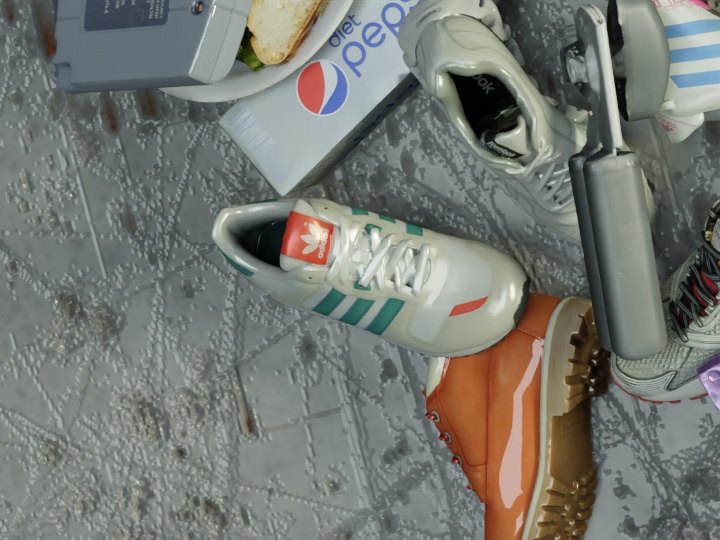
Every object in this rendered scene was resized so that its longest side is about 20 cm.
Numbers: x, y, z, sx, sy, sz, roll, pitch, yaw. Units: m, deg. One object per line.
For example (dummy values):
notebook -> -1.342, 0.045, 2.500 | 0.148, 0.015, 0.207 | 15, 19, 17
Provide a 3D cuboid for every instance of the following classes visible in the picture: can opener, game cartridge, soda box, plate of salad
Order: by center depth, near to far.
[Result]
can opener -> 0.153, -0.054, 1.569 | 0.066, 0.053, 0.201 | -12, 100, -11
game cartridge -> -0.114, -0.204, 1.639 | 0.133, 0.041, 0.201 | -1, 80, 41
soda box -> 0.011, -0.134, 1.665 | 0.200, 0.068, 0.063 | -44, 84, 18
plate of salad -> -0.079, -0.199, 1.665 | 0.199, 0.048, 0.201 | -10, 73, 32

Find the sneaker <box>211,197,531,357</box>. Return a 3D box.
sneaker -> 0.000, 0.000, 1.647 | 0.199, 0.093, 0.071 | 14, 84, 33

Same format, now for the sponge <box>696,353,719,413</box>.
sponge -> 0.298, 0.050, 1.574 | 0.199, 0.030, 0.112 | -33, 95, 5

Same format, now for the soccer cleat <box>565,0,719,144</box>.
soccer cleat -> 0.171, -0.126, 1.611 | 0.199, 0.070, 0.087 | 29, 93, 10

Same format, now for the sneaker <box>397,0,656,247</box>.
sneaker -> 0.098, -0.071, 1.611 | 0.075, 0.081, 0.200 | -41, 115, 15

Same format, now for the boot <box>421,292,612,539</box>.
boot -> 0.084, 0.108, 1.681 | 0.107, 0.075, 0.201 | 10, 98, 26

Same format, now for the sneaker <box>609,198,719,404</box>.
sneaker -> 0.212, -0.005, 1.600 | 0.200, 0.082, 0.078 | -46, 49, 19
